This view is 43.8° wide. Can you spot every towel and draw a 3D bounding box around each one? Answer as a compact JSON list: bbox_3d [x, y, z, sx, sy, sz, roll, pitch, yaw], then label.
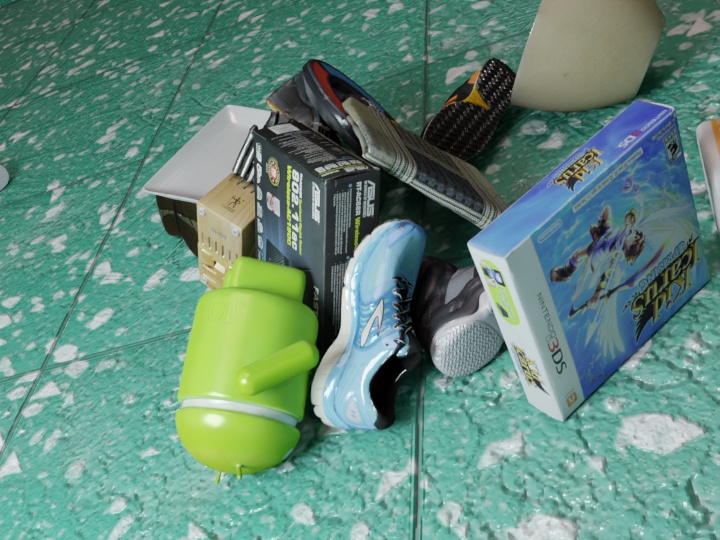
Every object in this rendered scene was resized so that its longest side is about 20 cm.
[{"bbox_3d":[0.070,-0.104,0.933,0.035,0.192,0.200,-58,18,17],"label":"towel"}]

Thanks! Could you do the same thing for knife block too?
[{"bbox_3d":[-0.105,-0.078,1.014,0.064,0.200,0.176,32,53,18],"label":"knife block"}]

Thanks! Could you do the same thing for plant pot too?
[{"bbox_3d":[0.275,-0.269,1.045,0.134,0.201,0.200,21,49,10],"label":"plant pot"}]

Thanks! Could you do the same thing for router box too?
[{"bbox_3d":[-0.047,-0.029,0.888,0.062,0.200,0.150,-15,32,-29],"label":"router box"}]

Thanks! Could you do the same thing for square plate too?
[{"bbox_3d":[-0.144,-0.137,1.146,0.198,0.028,0.200,15,49,26],"label":"square plate"}]

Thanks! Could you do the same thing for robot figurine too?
[{"bbox_3d":[-0.103,0.093,0.818,0.175,0.115,0.200,144,138,-64],"label":"robot figurine"}]

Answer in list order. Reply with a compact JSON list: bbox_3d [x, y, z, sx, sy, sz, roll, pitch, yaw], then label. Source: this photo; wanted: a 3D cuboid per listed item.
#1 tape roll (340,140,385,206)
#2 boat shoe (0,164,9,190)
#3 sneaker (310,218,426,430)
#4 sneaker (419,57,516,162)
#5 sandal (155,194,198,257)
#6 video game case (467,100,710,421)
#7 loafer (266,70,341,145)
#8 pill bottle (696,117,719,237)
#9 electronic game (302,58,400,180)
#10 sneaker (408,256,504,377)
[{"bbox_3d":[-0.069,-0.089,1.133,0.200,0.048,0.201,-18,36,13],"label":"tape roll"},{"bbox_3d":[-0.737,-0.137,1.621,0.200,0.072,0.066,-42,32,-23],"label":"boat shoe"},{"bbox_3d":[0.030,0.052,0.808,0.090,0.078,0.200,11,84,42],"label":"sneaker"},{"bbox_3d":[0.124,-0.179,1.115,0.200,0.070,0.090,-51,6,-32],"label":"sneaker"},{"bbox_3d":[-0.216,-0.067,1.195,0.054,0.082,0.200,-18,20,-28],"label":"sandal"},{"bbox_3d":[0.195,-0.006,0.727,0.200,0.181,0.045,-39,37,-18],"label":"video game case"},{"bbox_3d":[-0.071,-0.174,1.106,0.072,0.073,0.200,-24,36,6],"label":"loafer"},{"bbox_3d":[0.404,-0.098,0.773,0.200,0.112,0.112,-13,36,20],"label":"pill bottle"},{"bbox_3d":[0.008,-0.181,1.080,0.042,0.200,0.200,-44,29,19],"label":"electronic game"},{"bbox_3d":[0.122,0.007,0.851,0.200,0.076,0.114,-39,38,-13],"label":"sneaker"}]
